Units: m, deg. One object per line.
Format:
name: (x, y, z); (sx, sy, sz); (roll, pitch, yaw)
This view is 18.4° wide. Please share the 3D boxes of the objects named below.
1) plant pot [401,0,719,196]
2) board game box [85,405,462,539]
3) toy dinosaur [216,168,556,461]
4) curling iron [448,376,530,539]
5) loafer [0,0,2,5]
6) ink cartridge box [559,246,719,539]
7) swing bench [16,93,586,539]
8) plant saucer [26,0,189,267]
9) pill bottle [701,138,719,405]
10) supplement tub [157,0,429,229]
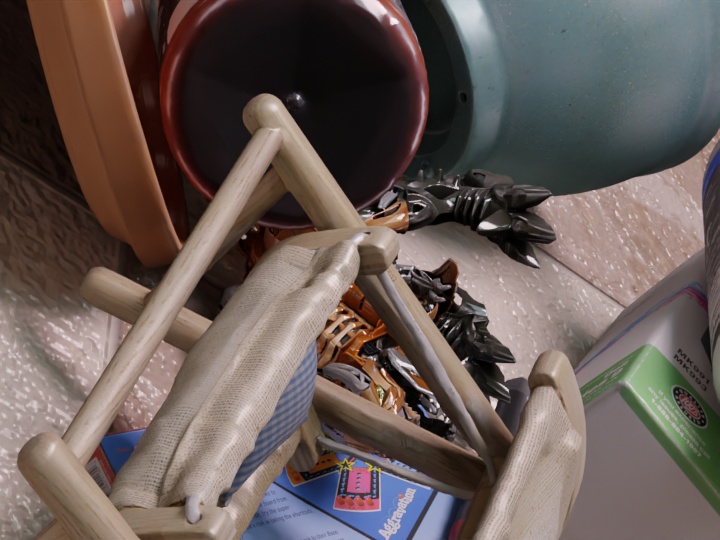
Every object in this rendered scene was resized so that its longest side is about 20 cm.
plant pot: (0.063, -0.120, 1.054); (0.134, 0.200, 0.201); (-24, 75, -30)
board game box: (-0.019, 0.099, 0.854); (0.199, 0.019, 0.103); (-5, 63, -54)
toy dinosaur: (0.000, 0.000, 0.910); (0.135, 0.102, 0.201); (-3, 56, -24)
curling iron: (0.056, 0.110, 0.892); (0.049, 0.026, 0.200); (8, 34, 1)
loafer: (-0.167, -0.128, 0.861); (0.063, 0.071, 0.201); (78, 9, -51)
ink cartridge box: (0.167, 0.088, 1.044); (0.146, 0.087, 0.200); (50, 29, 0)
swing bench: (-0.022, 0.089, 0.720); (0.200, 0.130, 0.199); (40, 39, -10)
plant saucer: (-0.103, -0.099, 0.846); (0.200, 0.032, 0.202); (166, -90, -89)
pill bottle: (0.210, 0.017, 0.982); (0.114, 0.114, 0.201); (37, 32, -21)
supplement tub: (-0.033, -0.096, 0.929); (0.107, 0.107, 0.200); (40, 11, -18)
